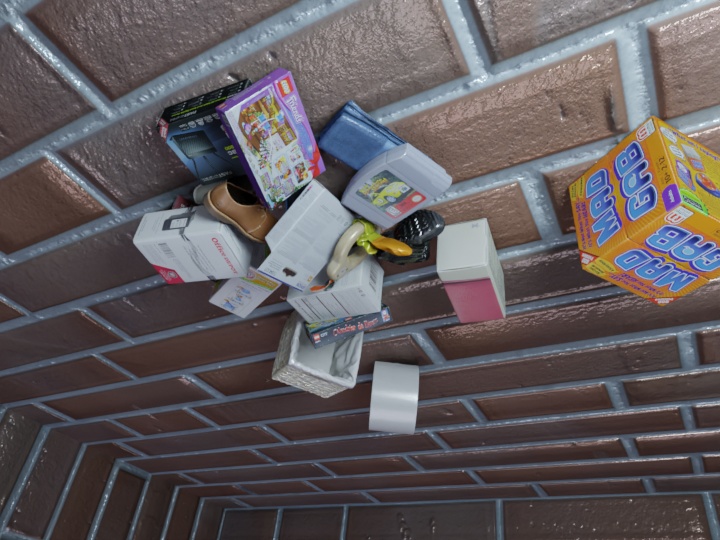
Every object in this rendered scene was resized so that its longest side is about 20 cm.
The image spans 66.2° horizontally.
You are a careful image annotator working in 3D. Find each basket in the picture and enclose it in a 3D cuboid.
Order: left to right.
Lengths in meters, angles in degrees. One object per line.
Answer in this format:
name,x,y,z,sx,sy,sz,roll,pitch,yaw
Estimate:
basket,-0.116,0.213,1.496,0.196,0.202,0.161,24,146,-21

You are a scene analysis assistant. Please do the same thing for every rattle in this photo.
rattle,0.000,0.000,1.171,0.142,0.201,0.130,35,-177,6

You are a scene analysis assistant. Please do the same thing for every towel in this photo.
towel,0.024,-0.221,1.021,0.198,0.049,0.111,27,143,-25

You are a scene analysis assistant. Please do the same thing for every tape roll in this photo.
tape roll,0.101,0.386,1.672,0.137,0.205,0.204,6,143,4

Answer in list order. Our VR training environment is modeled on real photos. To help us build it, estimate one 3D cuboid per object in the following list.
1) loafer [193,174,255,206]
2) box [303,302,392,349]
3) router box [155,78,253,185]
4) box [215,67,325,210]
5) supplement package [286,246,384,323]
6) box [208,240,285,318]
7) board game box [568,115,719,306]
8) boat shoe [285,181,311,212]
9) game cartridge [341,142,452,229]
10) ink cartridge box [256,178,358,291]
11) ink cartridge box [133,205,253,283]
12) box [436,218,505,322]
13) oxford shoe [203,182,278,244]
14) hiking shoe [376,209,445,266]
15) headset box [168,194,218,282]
loafer,-0.258,-0.171,1.107,0.197,0.070,0.071,-15,95,20
box,-0.035,0.125,1.356,0.197,0.137,0.038,-19,102,-11
router box,-0.252,-0.249,1.022,0.197,0.063,0.150,-10,141,22
box,-0.150,-0.225,0.964,0.039,0.136,0.201,32,153,42
supplement package,-0.058,0.036,1.313,0.197,0.118,0.118,-11,142,24
box,-0.265,0.010,1.320,0.101,0.114,0.199,29,138,-24
board game box,0.520,-0.097,0.966,0.198,0.202,0.200,21,142,-18
boat shoe,-0.116,-0.112,1.151,0.068,0.085,0.201,24,149,18
game cartridge,0.057,-0.154,1.038,0.132,0.041,0.199,32,142,-24
ink cartridge box,-0.106,-0.063,1.110,0.200,0.043,0.196,-48,155,3
ink cartridge box,-0.341,-0.053,1.153,0.197,0.084,0.146,-6,140,14
box,0.245,0.005,1.210,0.107,0.129,0.201,-9,139,22
oxford shoe,-0.206,-0.109,1.083,0.071,0.072,0.199,-30,143,29
hiking shoe,0.124,-0.067,1.197,0.100,0.077,0.199,21,151,-30
headset box,-0.382,-0.072,1.265,0.198,0.076,0.148,29,138,-25
